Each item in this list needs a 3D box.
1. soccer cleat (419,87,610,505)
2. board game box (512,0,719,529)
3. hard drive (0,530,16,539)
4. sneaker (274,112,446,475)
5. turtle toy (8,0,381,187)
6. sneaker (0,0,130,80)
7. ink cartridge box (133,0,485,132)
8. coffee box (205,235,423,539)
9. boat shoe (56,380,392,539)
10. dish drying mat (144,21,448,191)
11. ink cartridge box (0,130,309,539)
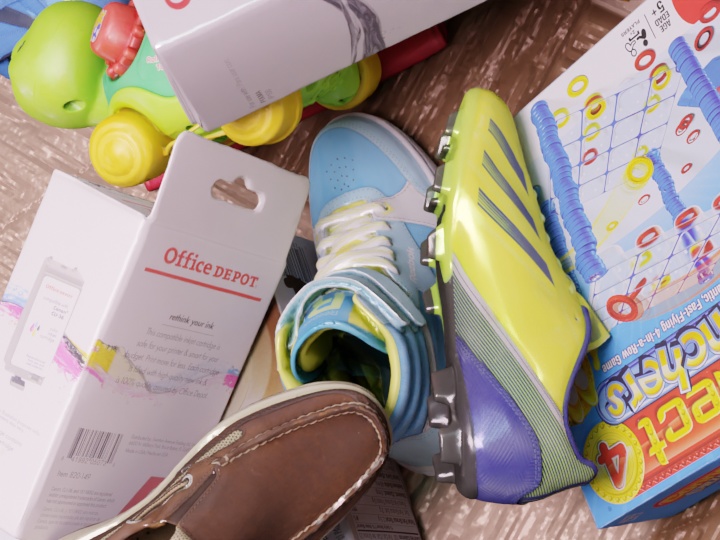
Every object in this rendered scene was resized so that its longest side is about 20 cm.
[{"bbox_3d":[0.072,0.011,0.850,0.083,0.065,0.201,0,68,-3],"label":"soccer cleat"},{"bbox_3d":[0.152,-0.012,0.836,0.200,0.056,0.196,-41,61,43],"label":"board game box"},{"bbox_3d":[-0.183,0.131,1.009,0.132,0.027,0.200,-34,57,4],"label":"hard drive"},{"bbox_3d":[0.000,0.000,0.913,0.079,0.130,0.201,-27,69,22],"label":"sneaker"},{"bbox_3d":[-0.091,-0.108,0.946,0.199,0.146,0.101,-15,98,24],"label":"turtle toy"},{"bbox_3d":[-0.225,-0.151,1.096,0.199,0.066,0.079,9,88,28],"label":"sneaker"},{"bbox_3d":[-0.018,-0.175,0.833,0.199,0.083,0.147,-25,66,1],"label":"ink cartridge box"},{"bbox_3d":[-0.053,0.092,0.950,0.114,0.080,0.201,-27,69,23],"label":"coffee box"},{"bbox_3d":[-0.069,0.124,0.818,0.202,0.075,0.075,-35,105,-3],"label":"boat shoe"},{"bbox_3d":[-0.047,-0.116,1.024,0.199,0.018,0.077,-23,71,21],"label":"dish drying mat"},{"bbox_3d":[-0.111,0.027,0.880,0.067,0.116,0.201,26,94,32],"label":"ink cartridge box"}]
